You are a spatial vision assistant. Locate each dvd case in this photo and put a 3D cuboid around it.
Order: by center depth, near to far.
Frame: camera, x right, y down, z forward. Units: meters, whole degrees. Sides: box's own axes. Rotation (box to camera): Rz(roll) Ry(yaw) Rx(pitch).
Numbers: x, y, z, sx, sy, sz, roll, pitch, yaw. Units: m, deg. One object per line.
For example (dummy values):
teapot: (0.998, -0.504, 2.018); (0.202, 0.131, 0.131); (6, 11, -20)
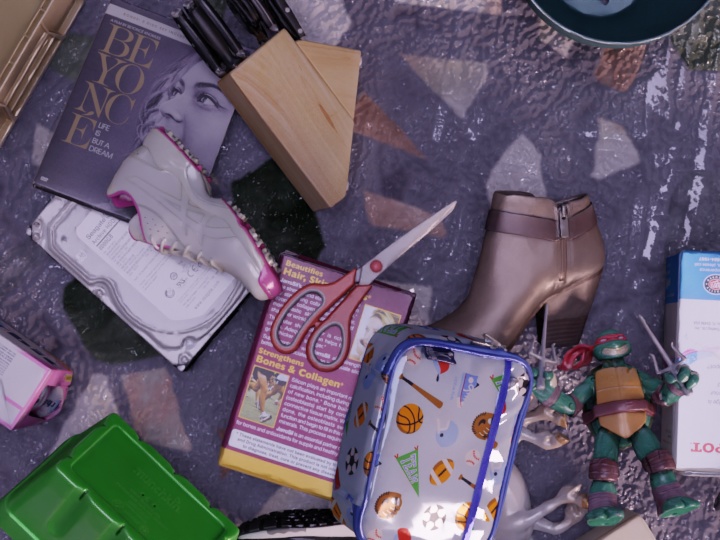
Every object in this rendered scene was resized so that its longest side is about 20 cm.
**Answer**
dvd case: (-0.198, -0.142, 1.459); (0.147, 0.016, 0.202); (20, 72, -3)

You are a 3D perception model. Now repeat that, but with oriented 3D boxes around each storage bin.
storage bin: (-0.389, -0.239, 1.457); (0.199, 0.094, 0.200); (30, 86, 2)

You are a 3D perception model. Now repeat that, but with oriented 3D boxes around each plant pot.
plant pot: (0.227, -0.292, 1.437); (0.198, 0.135, 0.202); (0, 86, 0)

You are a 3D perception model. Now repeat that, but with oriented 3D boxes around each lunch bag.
lunch bag: (0.067, 0.146, 1.360); (0.159, 0.075, 0.202); (13, 96, -25)

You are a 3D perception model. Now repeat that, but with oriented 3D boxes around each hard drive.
hard drive: (-0.195, -0.021, 1.471); (0.200, 0.038, 0.140); (42, 87, 3)

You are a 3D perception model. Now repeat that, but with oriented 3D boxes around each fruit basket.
fruit basket: (-0.236, 0.261, 1.423); (0.214, 0.156, 0.217); (15, 124, 23)

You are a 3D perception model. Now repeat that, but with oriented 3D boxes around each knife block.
knife block: (-0.092, -0.165, 1.444); (0.174, 0.064, 0.202); (7, 87, -15)

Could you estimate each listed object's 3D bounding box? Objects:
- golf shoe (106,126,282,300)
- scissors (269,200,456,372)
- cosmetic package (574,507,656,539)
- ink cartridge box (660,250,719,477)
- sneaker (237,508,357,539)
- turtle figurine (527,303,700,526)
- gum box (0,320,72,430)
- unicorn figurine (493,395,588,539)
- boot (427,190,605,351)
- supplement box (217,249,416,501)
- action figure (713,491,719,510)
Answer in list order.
golf shoe: (-0.147, -0.034, 1.387); (0.091, 0.075, 0.200); (-40, 64, -5)
scissors: (0.000, 0.000, 1.377); (0.073, 0.014, 0.201); (36, 88, 4)
cosmetic package: (0.192, 0.314, 1.432); (0.199, 0.073, 0.104); (-33, 87, -3)
ink cartridge box: (0.352, 0.087, 1.439); (0.143, 0.085, 0.202); (3, 86, 1)
sneaker: (-0.020, 0.266, 1.437); (0.198, 0.076, 0.089); (-3, 92, 0)
turtle figurine: (0.232, 0.120, 1.393); (0.148, 0.101, 0.202); (-14, 71, 17)
gum box: (-0.359, 0.068, 1.427); (0.199, 0.114, 0.066); (34, 87, 3)
unicorn figurine: (0.139, 0.211, 1.445); (0.136, 0.074, 0.202); (-18, 72, 10)
boot: (0.131, 0.001, 1.440); (0.198, 0.070, 0.148); (-6, 102, -20)
supplement box: (-0.039, 0.098, 1.430); (0.130, 0.103, 0.202); (18, 87, 2)
action figure: (0.417, 0.264, 1.395); (0.198, 0.105, 0.195); (-2, 120, 12)
